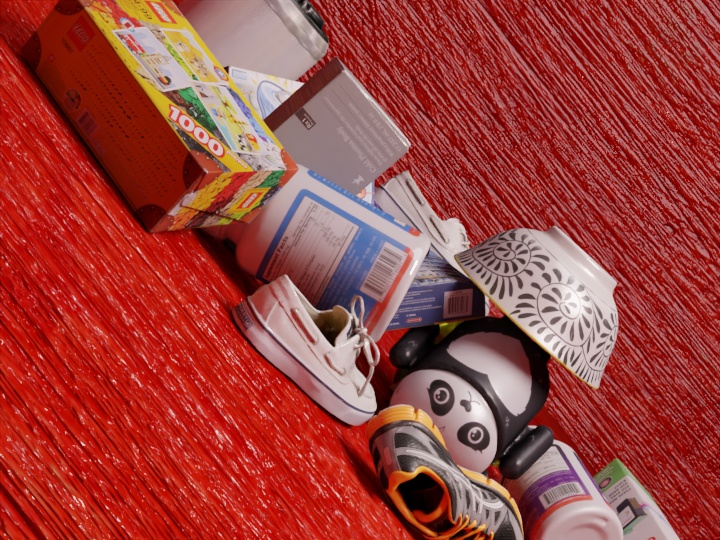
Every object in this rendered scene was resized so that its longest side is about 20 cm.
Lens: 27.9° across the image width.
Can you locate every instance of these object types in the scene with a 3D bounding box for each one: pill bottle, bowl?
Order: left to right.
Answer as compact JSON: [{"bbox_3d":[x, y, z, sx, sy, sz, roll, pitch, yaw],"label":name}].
[{"bbox_3d":[-0.045,-0.028,1.327,0.199,0.113,0.112,30,6,1],"label":"pill bottle"},{"bbox_3d":[0.232,0.276,1.761,0.112,0.111,0.200,47,8,-29],"label":"pill bottle"},{"bbox_3d":[0.198,0.018,1.476,0.200,0.094,0.201,42,7,-6],"label":"bowl"}]

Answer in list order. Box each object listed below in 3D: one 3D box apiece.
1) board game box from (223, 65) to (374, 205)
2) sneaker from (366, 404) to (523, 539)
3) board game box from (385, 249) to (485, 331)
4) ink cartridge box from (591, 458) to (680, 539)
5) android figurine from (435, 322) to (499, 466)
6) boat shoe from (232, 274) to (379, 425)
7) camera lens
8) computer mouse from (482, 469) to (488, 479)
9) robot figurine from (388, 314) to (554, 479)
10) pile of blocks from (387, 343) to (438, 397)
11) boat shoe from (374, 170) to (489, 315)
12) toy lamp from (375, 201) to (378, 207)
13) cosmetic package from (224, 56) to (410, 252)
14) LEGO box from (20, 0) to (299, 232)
[{"bbox_3d":[-0.070,-0.131,1.545,0.198,0.034,0.137,7,79,-40],"label":"board game box"},{"bbox_3d":[0.073,0.205,1.250,0.200,0.078,0.078,44,22,-26],"label":"sneaker"},{"bbox_3d":[0.000,0.000,1.497,0.200,0.198,0.062,-139,-133,-61],"label":"board game box"},{"bbox_3d":[0.314,0.348,1.788,0.084,0.144,0.200,47,8,-22],"label":"ink cartridge box"},{"bbox_3d":[0.134,0.138,1.668,0.200,0.041,0.184,-125,-160,-52],"label":"android figurine"},{"bbox_3d":[-0.024,0.061,1.262,0.202,0.086,0.075,45,9,-44],"label":"boat shoe"},{"bbox_3d":[-0.150,-0.273,1.744,0.160,0.199,0.160,50,7,-8],"label":"camera lens"},{"bbox_3d":[0.111,0.210,1.577,0.201,0.045,0.142,-99,179,-51],"label":"computer mouse"},{"bbox_3d":[0.113,0.123,1.447,0.149,0.200,0.126,11,-56,34],"label":"robot figurine"},{"bbox_3d":[0.062,0.120,1.599,0.061,0.083,0.200,10,8,-3],"label":"pile of blocks"},{"bbox_3d":[0.092,-0.031,1.665,0.200,0.065,0.072,50,-7,24],"label":"boat shoe"},{"bbox_3d":[-0.054,-0.120,1.617,0.200,0.058,0.058,43,9,-26],"label":"toy lamp"},{"bbox_3d":[-0.062,-0.101,1.414,0.107,0.200,0.090,46,6,-18],"label":"cosmetic package"},{"bbox_3d":[-0.167,-0.134,1.219,0.201,0.077,0.149,53,25,13],"label":"LEGO box"}]
